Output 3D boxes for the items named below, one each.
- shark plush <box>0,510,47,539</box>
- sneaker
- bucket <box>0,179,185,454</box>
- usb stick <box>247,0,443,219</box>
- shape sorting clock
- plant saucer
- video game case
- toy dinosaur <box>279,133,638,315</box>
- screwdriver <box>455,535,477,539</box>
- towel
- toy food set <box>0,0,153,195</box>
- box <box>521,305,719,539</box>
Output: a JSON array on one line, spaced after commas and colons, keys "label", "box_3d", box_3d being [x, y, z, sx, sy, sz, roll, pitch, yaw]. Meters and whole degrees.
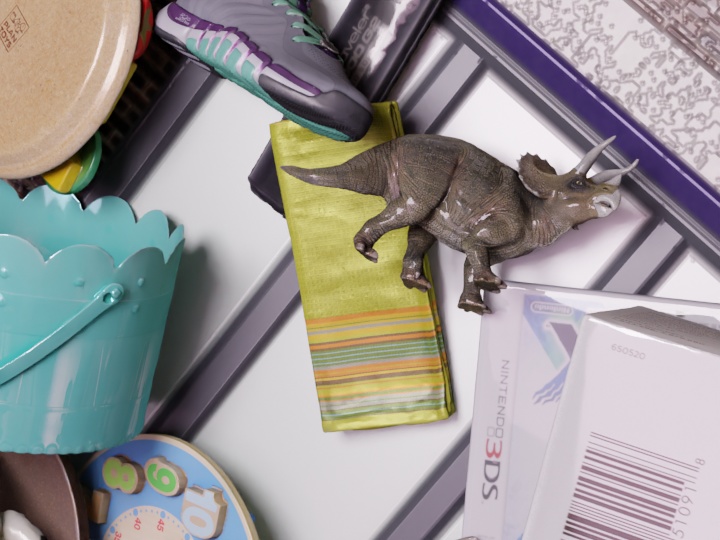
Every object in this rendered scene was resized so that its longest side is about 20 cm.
[{"label": "shark plush", "box_3d": [-0.292, 0.147, 1.099, 0.083, 0.091, 0.200, -48, 59, 8]}, {"label": "sneaker", "box_3d": [-0.050, -0.149, 1.029, 0.200, 0.074, 0.088, 33, 89, 42]}, {"label": "bucket", "box_3d": [-0.215, 0.024, 1.065, 0.207, 0.207, 0.135, 14, 101, 22]}, {"label": "usb stick", "box_3d": [-0.005, -0.122, 1.059, 0.055, 0.033, 0.200, 36, 104, 21]}, {"label": "shape sorting clock", "box_3d": [-0.138, 0.207, 1.100, 0.200, 0.039, 0.201, -1, 88, 35]}, {"label": "plant saucer", "box_3d": [-0.252, 0.176, 1.149, 0.200, 0.034, 0.201, 1, 92, 35]}, {"label": "video game case", "box_3d": [0.161, 0.105, 0.998, 0.199, 0.022, 0.183, 6, 93, 22]}, {"label": "toy dinosaur", "box_3d": [0.055, -0.039, 1.003, 0.199, 0.077, 0.103, 15, 70, 13]}, {"label": "screwdriver", "box_3d": [-0.014, 0.198, 1.064, 0.200, 0.028, 0.029, -16, 55, 28]}, {"label": "towel", "box_3d": [0.000, 0.000, 1.046, 0.086, 0.018, 0.201, -10, 95, 12]}, {"label": "toy food set", "box_3d": [-0.214, -0.153, 1.112, 0.200, 0.049, 0.198, 40, 105, 35]}, {"label": "box", "box_3d": [0.200, 0.141, 0.899, 0.200, 0.131, 0.200, 17, 97, 21]}]
